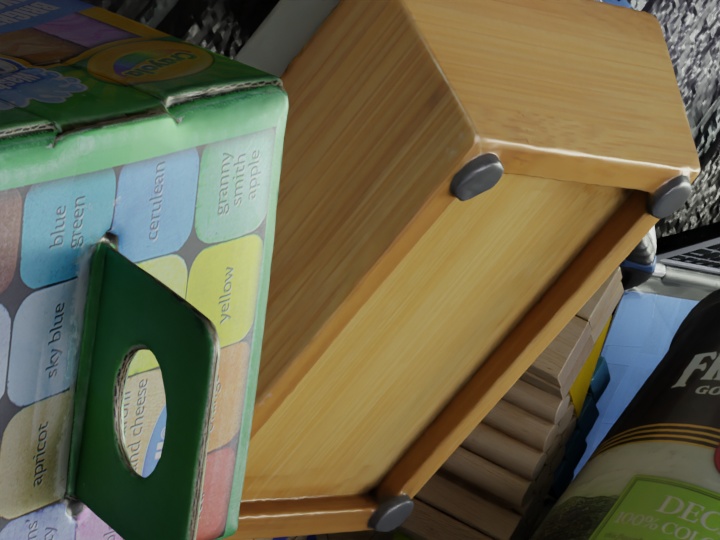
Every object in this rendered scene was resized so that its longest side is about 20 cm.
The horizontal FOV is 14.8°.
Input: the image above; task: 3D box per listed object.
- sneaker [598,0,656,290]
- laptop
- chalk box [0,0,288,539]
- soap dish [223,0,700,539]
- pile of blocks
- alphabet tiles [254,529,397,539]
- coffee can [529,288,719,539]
[{"bbox_3d":[0.055,-0.075,0.956,0.200,0.075,0.077,60,38,-51],"label":"sneaker"},{"bbox_3d":[0.190,0.046,1.164,0.187,0.200,0.116,8,69,-56],"label":"laptop"},{"bbox_3d":[-0.100,0.004,0.657,0.124,0.200,0.125,-16,122,-49],"label":"chalk box"},{"bbox_3d":[0.000,0.000,0.840,0.200,0.081,0.157,-50,152,23],"label":"soap dish"},{"bbox_3d":[0.041,0.072,1.015,0.082,0.062,0.201,-26,138,-60],"label":"pile of blocks"},{"bbox_3d":[-0.012,0.098,1.008,0.200,0.008,0.167,-44,141,-30],"label":"alphabet tiles"},{"bbox_3d":[0.131,0.121,0.991,0.200,0.146,0.147,-49,144,-36],"label":"coffee can"}]
